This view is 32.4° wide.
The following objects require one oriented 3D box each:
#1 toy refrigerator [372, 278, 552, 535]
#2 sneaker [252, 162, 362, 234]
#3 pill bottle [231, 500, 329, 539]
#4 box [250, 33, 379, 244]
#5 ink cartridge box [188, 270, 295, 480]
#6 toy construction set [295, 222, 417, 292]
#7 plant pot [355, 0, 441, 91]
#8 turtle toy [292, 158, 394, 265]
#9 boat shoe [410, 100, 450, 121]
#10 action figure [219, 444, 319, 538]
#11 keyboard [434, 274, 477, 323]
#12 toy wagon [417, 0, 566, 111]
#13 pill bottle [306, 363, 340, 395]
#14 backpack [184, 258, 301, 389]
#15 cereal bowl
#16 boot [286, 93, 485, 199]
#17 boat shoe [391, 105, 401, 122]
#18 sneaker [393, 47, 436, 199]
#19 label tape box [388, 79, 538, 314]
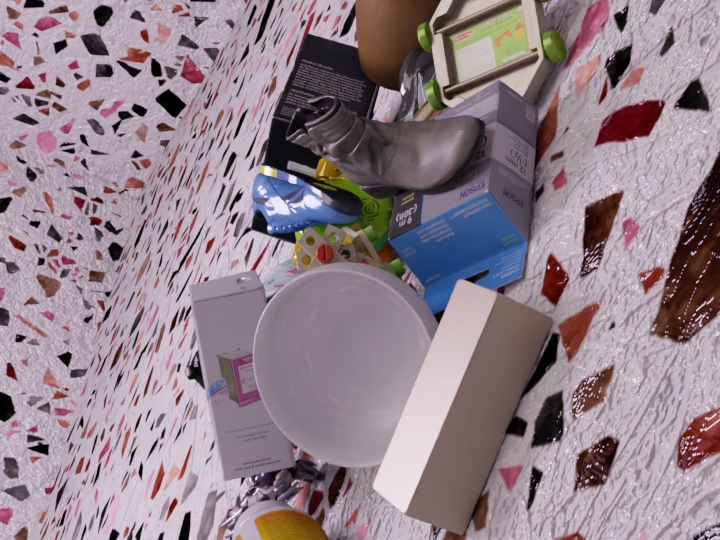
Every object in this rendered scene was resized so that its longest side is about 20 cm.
[{"bbox_3d":[0.090,0.117,1.077,0.076,0.069,0.202,20,88,66],"label":"toy refrigerator"},{"bbox_3d":[-0.066,-0.070,1.458,0.199,0.065,0.079,23,99,52],"label":"sneaker"},{"bbox_3d":[-0.075,0.307,1.252,0.112,0.110,0.200,-65,17,4],"label":"pill bottle"},{"bbox_3d":[-0.055,-0.170,1.660,0.198,0.122,0.201,-72,-1,-47],"label":"box"},{"bbox_3d":[-0.135,0.112,1.380,0.145,0.083,0.203,-147,48,-79],"label":"ink cartridge box"},{"bbox_3d":[0.000,0.000,1.323,0.092,0.132,0.200,-32,-8,8],"label":"toy construction set"},{"bbox_3d":[0.069,-0.331,1.567,0.201,0.184,0.188,111,170,-48],"label":"plant pot"},{"bbox_3d":[-0.018,-0.059,1.523,0.199,0.101,0.148,0,69,49],"label":"turtle toy"},{"bbox_3d":[0.135,-0.199,1.359,0.201,0.072,0.068,-53,54,16],"label":"boat shoe"},{"bbox_3d":[-0.108,0.245,1.461,0.129,0.070,0.201,-29,28,12],"label":"action figure"},{"bbox_3d":[0.096,-0.025,1.280,0.202,0.039,0.104,-66,18,0],"label":"keyboard"},{"bbox_3d":[0.134,-0.260,1.304,0.154,0.039,0.203,-18,70,31],"label":"toy wagon"},{"bbox_3d":[-0.037,0.107,1.384,0.113,0.111,0.200,-63,17,10],"label":"pill bottle"},{"bbox_3d":[-0.104,0.084,1.557,0.200,0.166,0.127,-50,18,26],"label":"backpack"},{"bbox_3d":[-0.003,0.086,1.222,0.201,0.199,0.083,-59,-9,22],"label":"cereal bowl"},{"bbox_3d":[0.017,-0.128,1.207,0.199,0.130,0.068,-12,55,53],"label":"boot"},{"bbox_3d":[0.029,-0.140,1.579,0.200,0.064,0.072,-50,24,43],"label":"boat shoe"},{"bbox_3d":[0.079,-0.167,1.449,0.079,0.075,0.203,1,82,41],"label":"sneaker"},{"bbox_3d":[0.099,-0.069,1.226,0.143,0.066,0.202,-25,43,44],"label":"label tape box"}]
